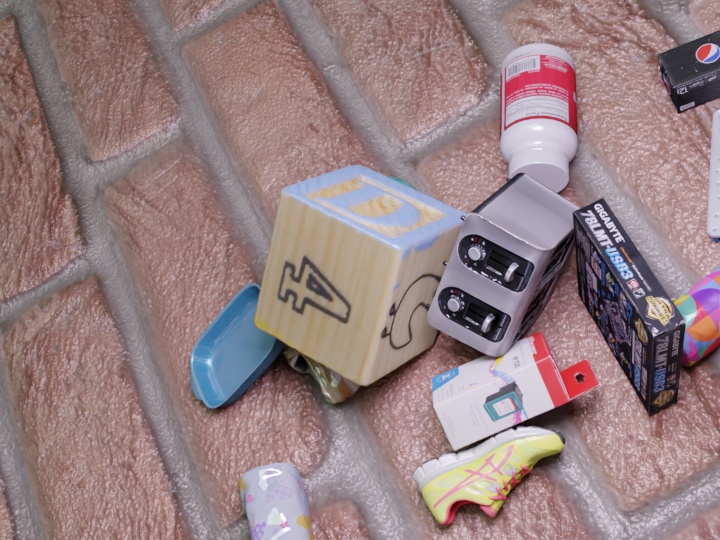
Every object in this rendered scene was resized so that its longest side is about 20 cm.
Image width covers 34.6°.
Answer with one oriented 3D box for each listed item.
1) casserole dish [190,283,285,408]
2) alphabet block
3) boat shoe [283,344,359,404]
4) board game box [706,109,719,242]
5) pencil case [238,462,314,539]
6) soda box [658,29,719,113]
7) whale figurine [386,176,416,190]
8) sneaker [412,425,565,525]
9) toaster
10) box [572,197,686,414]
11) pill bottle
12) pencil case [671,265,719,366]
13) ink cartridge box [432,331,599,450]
[{"bbox_3d":[-0.170,0.110,1.644,0.200,0.039,0.122,-48,50,25],"label":"casserole dish"},{"bbox_3d":[0.000,0.000,1.526,0.195,0.195,0.202,27,118,26],"label":"alphabet block"},{"bbox_3d":[-0.075,0.108,1.623,0.068,0.075,0.200,-43,55,-10],"label":"boat shoe"},{"bbox_3d":[0.566,-0.127,1.530,0.198,0.026,0.202,0,62,22],"label":"board game box"},{"bbox_3d":[-0.105,0.350,1.491,0.090,0.083,0.202,-20,57,7],"label":"pencil case"},{"bbox_3d":[0.525,-0.298,1.621,0.198,0.063,0.071,-20,56,9],"label":"soda box"},{"bbox_3d":[-0.002,-0.077,1.679,0.198,0.104,0.161,3,63,21],"label":"whale figurine"},{"bbox_3d":[0.169,0.259,1.447,0.198,0.078,0.091,-25,64,14],"label":"sneaker"},{"bbox_3d":[0.190,-0.011,1.490,0.118,0.182,0.200,31,35,16],"label":"toaster"},{"bbox_3d":[0.327,0.046,1.419,0.049,0.201,0.200,-24,55,-3],"label":"box"},{"bbox_3d":[0.254,-0.213,1.651,0.111,0.112,0.202,-6,60,18],"label":"pill bottle"},{"bbox_3d":[0.457,0.033,1.449,0.199,0.089,0.089,-33,55,-1],"label":"pencil case"},{"bbox_3d":[0.193,0.143,1.464,0.198,0.068,0.116,-25,11,7],"label":"ink cartridge box"}]
